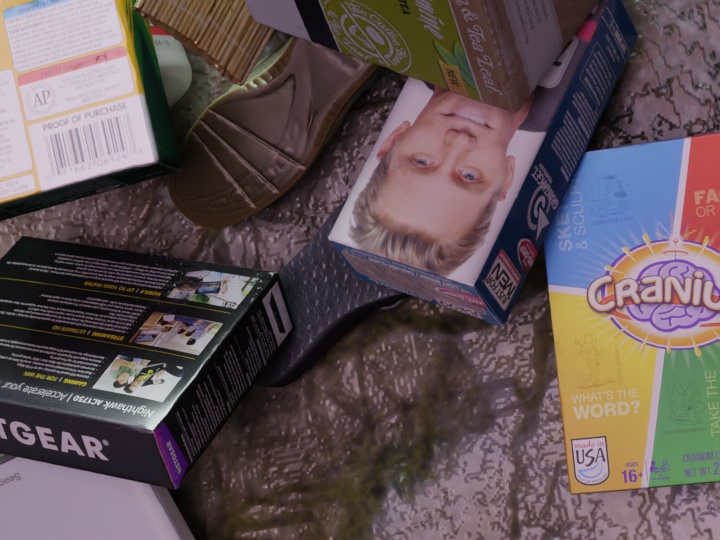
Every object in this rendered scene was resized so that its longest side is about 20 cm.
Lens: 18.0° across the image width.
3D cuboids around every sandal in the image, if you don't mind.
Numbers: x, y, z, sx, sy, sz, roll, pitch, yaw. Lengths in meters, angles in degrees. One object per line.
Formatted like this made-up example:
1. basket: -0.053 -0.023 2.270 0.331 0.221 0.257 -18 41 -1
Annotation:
1. sandal: -0.001 0.000 1.396 0.200 0.043 0.076 -34 70 26

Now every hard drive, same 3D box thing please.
1. hard drive: -0.160 0.197 1.417 0.132 0.027 0.200 -25 98 18

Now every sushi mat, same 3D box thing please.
1. sushi mat: -0.055 -0.217 1.357 0.012 0.096 0.200 16 74 51

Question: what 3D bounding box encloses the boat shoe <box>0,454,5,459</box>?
1. boat shoe: -0.205 0.107 1.450 0.200 0.062 0.072 -26 80 18

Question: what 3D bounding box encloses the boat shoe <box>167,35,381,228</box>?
1. boat shoe: -0.040 -0.106 1.407 0.073 0.063 0.201 41 109 4

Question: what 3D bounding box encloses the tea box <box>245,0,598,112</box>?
1. tea box: 0.022 -0.221 1.247 0.197 0.200 0.134 21 63 31

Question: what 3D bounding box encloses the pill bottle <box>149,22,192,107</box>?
1. pill bottle: -0.191 -0.188 1.429 0.112 0.112 0.200 -25 80 18

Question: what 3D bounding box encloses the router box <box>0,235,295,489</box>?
1. router box: -0.162 0.051 1.380 0.200 0.149 0.051 8 132 30

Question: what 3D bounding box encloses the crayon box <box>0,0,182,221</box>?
1. crayon box: -0.190 -0.141 1.340 0.126 0.052 0.200 -14 83 12

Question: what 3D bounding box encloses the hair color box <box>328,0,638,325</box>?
1. hair color box: 0.073 -0.079 1.315 0.100 0.061 0.200 18 74 28

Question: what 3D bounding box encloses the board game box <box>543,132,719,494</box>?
1. board game box: 0.188 0.024 1.320 0.153 0.040 0.200 -8 85 20
